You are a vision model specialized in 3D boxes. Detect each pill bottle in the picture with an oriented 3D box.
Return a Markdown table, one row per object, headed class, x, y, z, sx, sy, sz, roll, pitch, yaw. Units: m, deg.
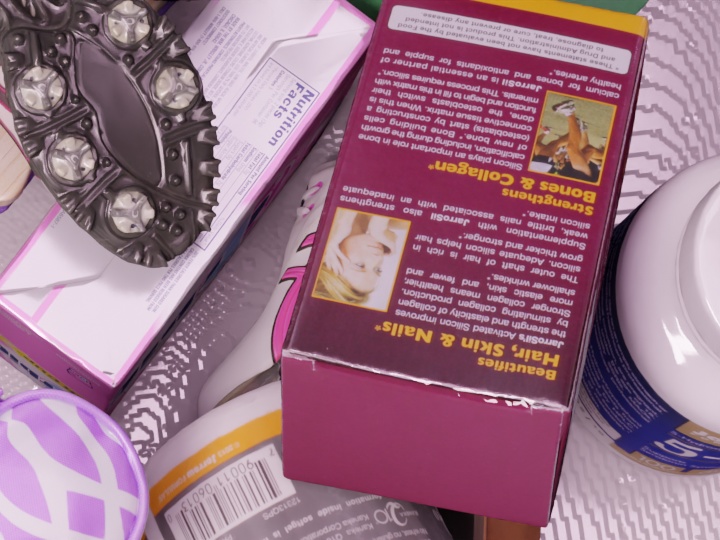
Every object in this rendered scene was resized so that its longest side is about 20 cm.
| class | x | y | z | sx | sy | sz | roll | pitch | yaw |
| --- | --- | --- | --- | --- | --- | --- | --- | --- | --- |
| pill bottle | -0.005 | 0.151 | 1.165 | 0.116 | 0.116 | 0.201 | -23 | 68 | -12 |
| pill bottle | 0.157 | 0.016 | 1.208 | 0.119 | 0.200 | 0.120 | 1 | 79 | -7 |

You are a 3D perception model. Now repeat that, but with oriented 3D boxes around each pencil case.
| class | x | y | z | sx | sy | sz | roll | pitch | yaw |
| --- | --- | --- | --- | --- | --- | --- | --- | --- | --- |
| pencil case | -0.143 | 0.099 | 1.155 | 0.084 | 0.200 | 0.086 | -32 | 90 | -24 |

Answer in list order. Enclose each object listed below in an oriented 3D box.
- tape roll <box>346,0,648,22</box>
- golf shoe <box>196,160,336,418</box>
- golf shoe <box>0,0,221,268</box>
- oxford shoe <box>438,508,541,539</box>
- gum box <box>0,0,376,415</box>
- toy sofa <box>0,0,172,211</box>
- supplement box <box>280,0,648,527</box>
| class | x | y | z | sx | sy | sz | roll | pitch | yaw |
| --- | --- | --- | --- | --- | --- | --- | --- | --- | --- |
| tape roll | 0.051 | -0.186 | 1.265 | 0.200 | 0.048 | 0.201 | 13 | 67 | -34 |
| golf shoe | 0.000 | 0.000 | 1.265 | 0.200 | 0.073 | 0.092 | -42 | 58 | -11 |
| golf shoe | -0.125 | -0.090 | 1.152 | 0.077 | 0.088 | 0.200 | -34 | 94 | -17 |
| oxford shoe | 0.048 | 0.137 | 1.243 | 0.071 | 0.071 | 0.201 | 8 | 87 | -45 |
| gum box | -0.074 | -0.039 | 1.230 | 0.066 | 0.114 | 0.200 | 36 | 77 | 1 |
| toy sofa | -0.130 | -0.109 | 1.243 | 0.097 | 0.083 | 0.200 | 37 | 76 | 7 |
| supplement box | 0.042 | -0.011 | 1.149 | 0.110 | 0.086 | 0.201 | 11 | 53 | 6 |
